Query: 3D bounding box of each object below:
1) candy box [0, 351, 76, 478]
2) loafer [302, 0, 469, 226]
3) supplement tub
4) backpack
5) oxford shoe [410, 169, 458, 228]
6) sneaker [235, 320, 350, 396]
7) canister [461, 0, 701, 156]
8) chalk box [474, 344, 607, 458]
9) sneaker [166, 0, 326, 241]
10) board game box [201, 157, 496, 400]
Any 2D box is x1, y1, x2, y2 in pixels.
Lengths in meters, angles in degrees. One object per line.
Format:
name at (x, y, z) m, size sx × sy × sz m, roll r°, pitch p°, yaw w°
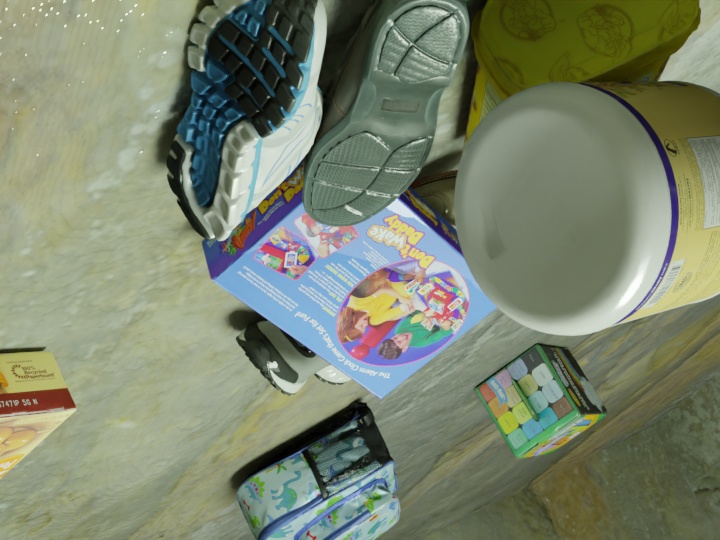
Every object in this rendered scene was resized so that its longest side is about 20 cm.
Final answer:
candy box at (-0.315, 0.137, 0.872) m, size 0.200 × 0.056 × 0.115 m, roll -41°, pitch 159°, yaw 25°
loafer at (0.014, -0.108, 0.723) m, size 0.071 × 0.064 × 0.201 m, roll 8°, pitch 141°, yaw -18°
supplement tub at (0.169, -0.045, 0.744) m, size 0.198 × 0.147 × 0.145 m, roll -10°, pitch 153°, yaw -46°
backpack at (-0.049, 0.290, 1.508) m, size 0.198 × 0.148 × 0.184 m, roll -25°, pitch 158°, yaw -9°
oxford shoe at (0.024, -0.011, 0.953) m, size 0.199 × 0.071 × 0.075 m, roll -33°, pitch -159°, yaw 2°
sneaker at (-0.044, 0.059, 1.080) m, size 0.079 × 0.074 × 0.199 m, roll -48°, pitch 163°, yaw 19°
canister at (0.147, -0.132, 0.854) m, size 0.147 × 0.087 × 0.200 m, roll -26°, pitch 162°, yaw -9°
chalk box at (0.264, 0.196, 1.777) m, size 0.123 × 0.126 × 0.199 m, roll -38°, pitch 158°, yaw 20°
sneaker at (-0.052, -0.102, 0.681) m, size 0.086 × 0.075 × 0.200 m, roll -34°, pitch 168°, yaw -33°
board game box at (0.000, 0.000, 0.876) m, size 0.134 × 0.045 × 0.200 m, roll -39°, pitch 131°, yaw 15°
